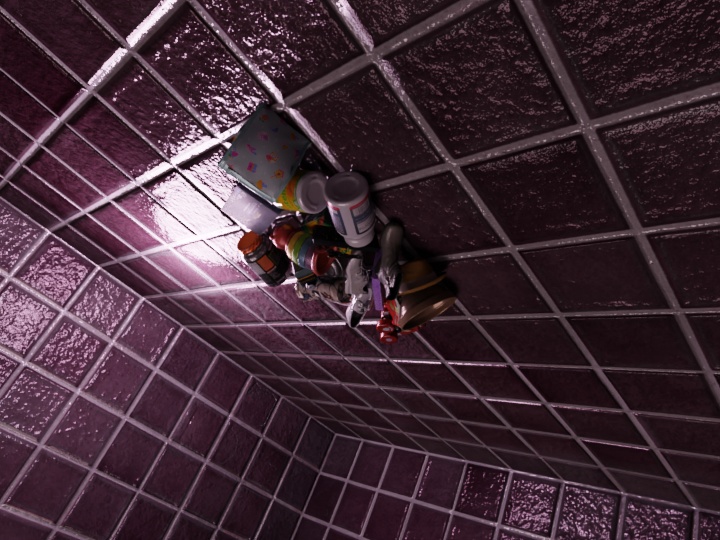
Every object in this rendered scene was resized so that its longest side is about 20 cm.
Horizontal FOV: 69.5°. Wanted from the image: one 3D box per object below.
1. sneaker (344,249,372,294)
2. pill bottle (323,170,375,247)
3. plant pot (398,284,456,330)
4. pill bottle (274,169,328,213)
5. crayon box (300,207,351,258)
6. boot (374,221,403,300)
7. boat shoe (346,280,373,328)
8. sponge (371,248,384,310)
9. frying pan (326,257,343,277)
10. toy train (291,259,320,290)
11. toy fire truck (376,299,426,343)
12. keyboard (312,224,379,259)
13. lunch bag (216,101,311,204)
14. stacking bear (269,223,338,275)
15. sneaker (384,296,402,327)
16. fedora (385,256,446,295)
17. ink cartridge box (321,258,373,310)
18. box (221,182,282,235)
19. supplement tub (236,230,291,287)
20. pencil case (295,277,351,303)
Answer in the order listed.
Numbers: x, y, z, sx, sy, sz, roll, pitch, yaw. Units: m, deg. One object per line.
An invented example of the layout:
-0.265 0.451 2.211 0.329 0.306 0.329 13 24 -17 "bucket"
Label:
0.000 0.000 1.594 0.081 0.075 0.201 12 142 5 "sneaker"
-0.022 -0.158 1.405 0.119 0.120 0.201 14 150 21 "pill bottle"
0.196 0.100 1.644 0.093 0.199 0.201 61 159 20 "plant pot"
-0.184 -0.221 1.427 0.199 0.111 0.111 14 152 45 "pill bottle"
-0.075 -0.105 1.610 0.200 0.051 0.126 40 148 -25 "crayon box"
0.097 -0.025 1.461 0.067 0.131 0.201 0 122 -18 "boot"
-0.001 0.115 1.721 0.071 0.069 0.201 12 133 -22 "boat shoe"
0.061 0.032 1.661 0.030 0.112 0.201 5 148 8 "sponge"
-0.124 -0.052 1.645 0.191 0.031 0.115 54 153 -14 "frying pan"
-0.186 -0.033 1.693 0.085 0.201 0.114 -19 143 4 "toy train"
0.148 0.180 1.861 0.166 0.113 0.201 -3 146 11 "toy fire truck"
-0.041 -0.079 1.492 0.198 0.128 0.021 7 137 -14 "keyboard"
-0.242 -0.282 1.294 0.170 0.201 0.122 35 150 -20 "lunch bag"
-0.182 -0.076 1.582 0.199 0.121 0.114 29 128 20 "stacking bear"
0.112 0.102 1.715 0.084 0.077 0.202 2 115 37 "sneaker"
0.156 0.011 1.544 0.200 0.200 0.082 -14 98 50 "fedora"
-0.057 0.037 1.796 0.174 0.084 0.201 9 147 27 "ink cartridge box"
-0.347 -0.204 1.666 0.157 0.051 0.200 34 150 -17 "box"
-0.343 -0.044 1.855 0.122 0.123 0.200 2 143 36 "supplement tub"
-0.121 0.067 1.727 0.199 0.078 0.090 4 126 35 "pencil case"
